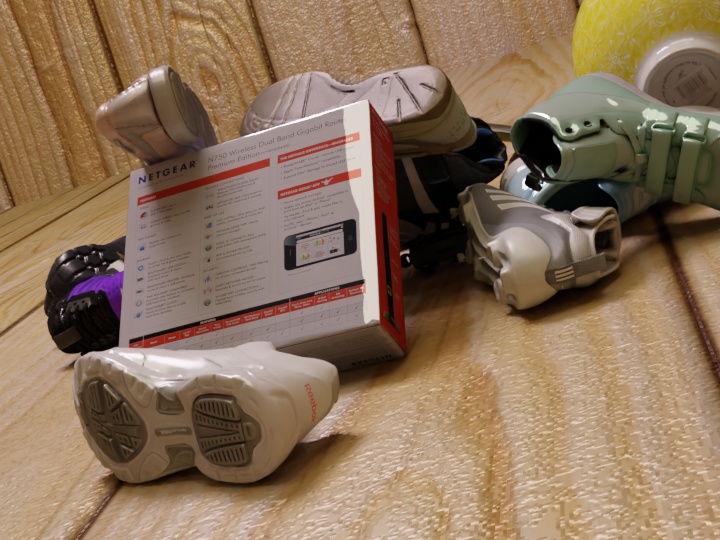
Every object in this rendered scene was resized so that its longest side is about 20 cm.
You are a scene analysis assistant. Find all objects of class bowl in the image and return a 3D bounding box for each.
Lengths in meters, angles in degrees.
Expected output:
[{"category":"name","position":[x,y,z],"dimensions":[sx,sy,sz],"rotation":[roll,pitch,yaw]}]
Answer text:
[{"category":"bowl","position":[0.270,-0.164,1.094],"dimensions":[0.197,0.202,0.108],"rotation":[-14,26,18]}]

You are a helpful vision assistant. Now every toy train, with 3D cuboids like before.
[{"category":"toy train","position":[0.000,0.000,1.102],"dimensions":[0.197,0.035,0.046],"rotation":[-17,9,7]}]

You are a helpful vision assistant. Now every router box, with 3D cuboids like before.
[{"category":"router box","position":[-0.070,-0.009,0.932],"dimensions":[0.197,0.182,0.049],"rotation":[-14,-33,19]}]

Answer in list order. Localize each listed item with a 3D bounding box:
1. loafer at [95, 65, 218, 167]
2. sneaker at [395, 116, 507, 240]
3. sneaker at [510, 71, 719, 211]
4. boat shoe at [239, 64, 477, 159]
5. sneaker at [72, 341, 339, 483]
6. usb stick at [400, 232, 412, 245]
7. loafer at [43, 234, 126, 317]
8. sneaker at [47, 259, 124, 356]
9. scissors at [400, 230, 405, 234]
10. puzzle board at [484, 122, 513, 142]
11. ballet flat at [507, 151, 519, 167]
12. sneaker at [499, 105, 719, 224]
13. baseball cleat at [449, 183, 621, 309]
[{"category":"loafer","position":[-0.151,-0.106,1.017],"dimensions":[0.062,0.073,0.200],"rotation":[-18,-9,1]},{"category":"sneaker","position":[0.080,-0.073,1.111],"dimensions":[0.111,0.074,0.199],"rotation":[-23,-12,20]},{"category":"sneaker","position":[0.198,-0.072,0.937],"dimensions":[0.117,0.075,0.199],"rotation":[-28,42,-36]},{"category":"boat shoe","position":[-0.006,-0.111,1.027],"dimensions":[0.198,0.063,0.074],"rotation":[-5,56,34]},{"category":"sneaker","position":[-0.092,0.079,0.803],"dimensions":[0.198,0.079,0.099],"rotation":[4,16,40]},{"category":"usb stick","position":[0.028,-0.053,1.313],"dimensions":[0.055,0.033,0.200],"rotation":[-22,12,-10]},{"category":"loafer","position":[-0.245,0.007,1.365],"dimensions":[0.200,0.068,0.071],"rotation":[-14,-37,-56]},{"category":"sneaker","position":[-0.227,0.043,1.193],"dimensions":[0.099,0.070,0.200],"rotation":[-29,10,-19]},{"category":"scissors","position":[-0.026,-0.049,1.209],"dimensions":[0.074,0.198,0.014],"rotation":[-61,6,27]},{"category":"puzzle board","position":[0.143,-0.120,1.185],"dimensions":[0.148,0.018,0.200],"rotation":[8,8,19]},{"category":"ballet flat","position":[0.173,-0.078,1.176],"dimensions":[0.047,0.067,0.200],"rotation":[-57,16,0]},{"category":"sneaker","position":[0.211,-0.065,1.035],"dimensions":[0.197,0.075,0.082],"rotation":[-18,33,3]},{"category":"baseball cleat","position":[0.127,-0.021,0.954],"dimensions":[0.105,0.071,0.200],"rotation":[-11,21,-3]}]
